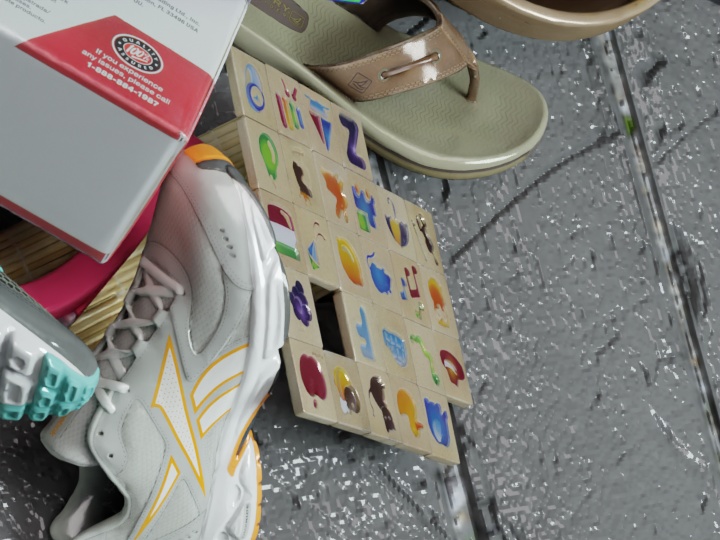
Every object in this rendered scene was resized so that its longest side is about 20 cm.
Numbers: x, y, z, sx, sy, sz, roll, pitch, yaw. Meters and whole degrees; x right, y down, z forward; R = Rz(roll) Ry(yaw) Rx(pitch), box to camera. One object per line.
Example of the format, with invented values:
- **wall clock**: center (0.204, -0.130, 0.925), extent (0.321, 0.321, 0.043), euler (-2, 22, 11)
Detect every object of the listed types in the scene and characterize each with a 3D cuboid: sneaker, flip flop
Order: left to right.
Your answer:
- **sneaker**: center (-0.185, -0.017, 1.147), extent (0.200, 0.078, 0.091), euler (33, 56, -5)
- **sneaker**: center (-0.087, 0.044, 1.185), extent (0.092, 0.076, 0.201), euler (-7, 118, -25)
- **flip flop**: center (0.007, -0.111, 1.356), extent (0.199, 0.058, 0.081), euler (30, 46, -16)

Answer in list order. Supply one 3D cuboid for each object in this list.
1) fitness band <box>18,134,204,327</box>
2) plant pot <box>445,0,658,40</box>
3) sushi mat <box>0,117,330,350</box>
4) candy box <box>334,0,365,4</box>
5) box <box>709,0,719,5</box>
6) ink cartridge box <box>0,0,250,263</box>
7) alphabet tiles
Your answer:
- **fitness band**: center (-0.154, -0.056, 1.245), extent (0.143, 0.037, 0.200), euler (37, 54, -3)
- **plant pot**: center (0.067, -0.200, 1.412), extent (0.200, 0.093, 0.202), euler (12, 66, -29)
- **sushi mat**: center (-0.076, -0.009, 1.299), extent (0.200, 0.012, 0.096), euler (-29, 88, -37)
- **candy box**: center (-0.091, -0.200, 1.173), extent (0.199, 0.077, 0.169), euler (0, 48, -39)
- **box**: center (0.149, -0.199, 1.309), extent (0.199, 0.160, 0.044), euler (20, 64, -24)
- **ink cartridge box**: center (-0.126, -0.120, 1.193), extent (0.144, 0.084, 0.200), euler (30, 38, -9)
- **alphabet tiles**: center (0.000, 0.000, 1.278), extent (0.200, 0.008, 0.168), euler (25, 50, -63)
